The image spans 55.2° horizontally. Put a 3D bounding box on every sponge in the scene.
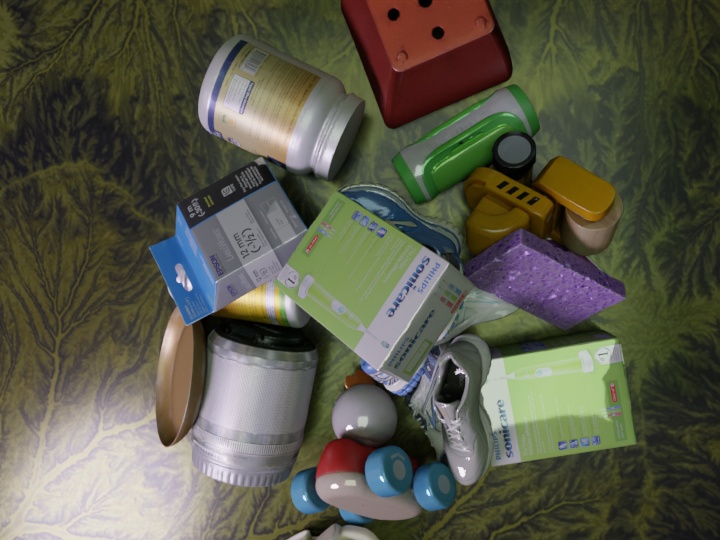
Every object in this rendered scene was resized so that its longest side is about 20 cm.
[{"bbox_3d":[0.246,0.016,0.916,0.199,0.111,0.030,24,51,-26],"label":"sponge"}]

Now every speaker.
[{"bbox_3d":[0.145,-0.175,0.962,0.199,0.088,0.089,-31,90,6],"label":"speaker"}]

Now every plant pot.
[{"bbox_3d":[-0.255,0.149,0.982,0.027,0.200,0.202,10,95,-27],"label":"plant pot"},{"bbox_3d":[0.087,-0.329,0.913,0.198,0.176,0.202,-22,92,7],"label":"plant pot"}]

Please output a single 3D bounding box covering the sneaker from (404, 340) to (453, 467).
[{"bbox_3d":[0.109,0.204,1.002,0.084,0.077,0.202,-3,86,15],"label":"sneaker"}]

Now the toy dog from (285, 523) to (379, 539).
[{"bbox_3d":[-0.032,0.483,1.005,0.193,0.140,0.201,-30,94,-7],"label":"toy dog"}]

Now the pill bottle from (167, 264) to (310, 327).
[{"bbox_3d":[-0.168,0.014,0.985,0.198,0.111,0.112,7,94,13],"label":"pill bottle"}]

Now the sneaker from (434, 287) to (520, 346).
[{"bbox_3d":[0.131,0.054,0.987,0.199,0.070,0.081,-25,93,-1],"label":"sneaker"}]

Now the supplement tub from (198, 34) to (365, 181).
[{"bbox_3d":[-0.106,-0.221,0.953,0.199,0.144,0.146,26,95,4],"label":"supplement tub"}]

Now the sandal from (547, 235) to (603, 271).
[{"bbox_3d":[0.269,-0.024,0.976,0.201,0.050,0.083,31,95,3],"label":"sandal"}]

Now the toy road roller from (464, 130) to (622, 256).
[{"bbox_3d":[0.225,-0.069,0.908,0.199,0.123,0.146,33,76,22],"label":"toy road roller"}]

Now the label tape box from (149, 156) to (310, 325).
[{"bbox_3d":[-0.179,-0.041,0.916,0.199,0.066,0.144,-29,62,-8],"label":"label tape box"}]

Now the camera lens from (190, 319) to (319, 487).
[{"bbox_3d":[-0.150,0.180,0.973,0.158,0.160,0.202,12,94,5],"label":"camera lens"}]

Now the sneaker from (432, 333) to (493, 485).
[{"bbox_3d":[0.124,0.189,0.897,0.075,0.092,0.202,1,98,33],"label":"sneaker"}]

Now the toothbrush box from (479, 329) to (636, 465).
[{"bbox_3d":[0.264,0.175,0.963,0.198,0.086,0.147,-11,92,5],"label":"toothbrush box"}]

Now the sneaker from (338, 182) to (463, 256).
[{"bbox_3d":[0.044,-0.051,0.951,0.198,0.090,0.079,24,137,1],"label":"sneaker"}]

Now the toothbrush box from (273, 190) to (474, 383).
[{"bbox_3d":[0.012,0.017,0.844,0.199,0.086,0.146,35,91,36],"label":"toothbrush box"}]

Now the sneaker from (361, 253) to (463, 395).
[{"bbox_3d":[0.066,0.064,0.895,0.085,0.077,0.201,25,97,-16],"label":"sneaker"}]

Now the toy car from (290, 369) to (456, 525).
[{"bbox_3d":[0.019,0.239,0.981,0.184,0.176,0.202,-27,48,39],"label":"toy car"}]
